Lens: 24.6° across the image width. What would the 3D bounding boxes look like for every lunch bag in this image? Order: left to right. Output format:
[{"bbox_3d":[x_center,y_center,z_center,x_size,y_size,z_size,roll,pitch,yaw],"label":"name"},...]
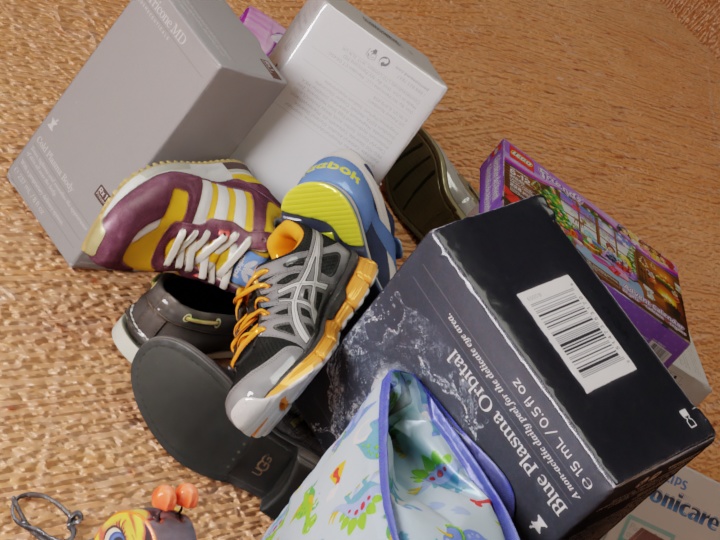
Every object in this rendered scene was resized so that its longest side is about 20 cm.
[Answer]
[{"bbox_3d":[0.008,0.185,0.994,0.126,0.171,0.201,19,32,-33],"label":"lunch bag"}]

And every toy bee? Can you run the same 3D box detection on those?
[{"bbox_3d":[-0.119,0.176,0.908,0.200,0.109,0.131,43,26,8],"label":"toy bee"}]

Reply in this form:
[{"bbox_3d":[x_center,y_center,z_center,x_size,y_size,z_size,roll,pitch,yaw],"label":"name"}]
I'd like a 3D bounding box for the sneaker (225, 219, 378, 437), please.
[{"bbox_3d":[-0.054,0.037,1.097,0.077,0.078,0.200,38,32,-6],"label":"sneaker"}]

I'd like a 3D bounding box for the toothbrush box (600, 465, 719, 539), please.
[{"bbox_3d":[0.202,0.175,1.290,0.145,0.086,0.199,27,-4,-27],"label":"toothbrush box"}]

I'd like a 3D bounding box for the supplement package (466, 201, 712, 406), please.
[{"bbox_3d":[0.177,0.055,1.484,0.199,0.147,0.192,29,26,-21],"label":"supplement package"}]

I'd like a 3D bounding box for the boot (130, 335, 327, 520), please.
[{"bbox_3d":[-0.070,0.092,1.183,0.200,0.069,0.174,42,20,-12],"label":"boot"}]

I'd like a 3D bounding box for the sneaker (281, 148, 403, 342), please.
[{"bbox_3d":[0.000,0.000,1.234,0.073,0.202,0.083,0,37,17],"label":"sneaker"}]

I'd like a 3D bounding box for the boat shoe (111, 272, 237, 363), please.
[{"bbox_3d":[-0.106,0.025,1.236,0.072,0.061,0.201,44,25,10],"label":"boat shoe"}]

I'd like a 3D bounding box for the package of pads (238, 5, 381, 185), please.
[{"bbox_3d":[-0.054,-0.162,1.612,0.199,0.076,0.121,35,23,-12],"label":"package of pads"}]

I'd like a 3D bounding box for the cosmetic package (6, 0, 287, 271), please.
[{"bbox_3d":[-0.158,-0.106,1.215,0.090,0.201,0.107,2,42,-54],"label":"cosmetic package"}]

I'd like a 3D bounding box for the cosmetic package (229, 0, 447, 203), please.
[{"bbox_3d":[-0.040,-0.114,1.350,0.122,0.201,0.200,33,10,-9],"label":"cosmetic package"}]

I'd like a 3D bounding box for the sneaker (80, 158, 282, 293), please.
[{"bbox_3d":[-0.109,-0.025,1.159,0.090,0.075,0.199,43,29,15],"label":"sneaker"}]

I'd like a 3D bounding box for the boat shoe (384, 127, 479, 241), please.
[{"bbox_3d":[0.085,-0.059,1.650,0.068,0.075,0.201,20,37,-47],"label":"boat shoe"}]

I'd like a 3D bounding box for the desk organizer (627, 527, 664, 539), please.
[{"bbox_3d":[0.117,0.241,1.021,0.076,0.201,0.072,30,26,-15],"label":"desk organizer"}]

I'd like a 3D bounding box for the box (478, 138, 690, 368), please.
[{"bbox_3d":[0.186,-0.015,1.387,0.199,0.039,0.137,35,25,-13],"label":"box"}]

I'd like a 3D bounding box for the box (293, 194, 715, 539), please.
[{"bbox_3d":[0.087,0.096,1.079,0.117,0.200,0.198,-17,65,-43],"label":"box"}]
